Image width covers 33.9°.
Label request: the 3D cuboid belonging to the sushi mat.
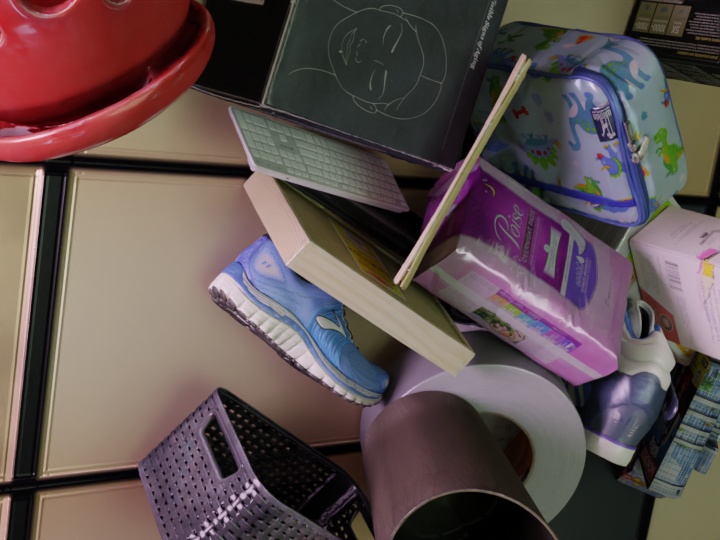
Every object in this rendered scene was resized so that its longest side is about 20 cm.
[{"bbox_3d":[0.079,-0.074,0.925,0.012,0.096,0.201,29,92,2],"label":"sushi mat"}]

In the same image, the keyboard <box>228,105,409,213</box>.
[{"bbox_3d":[-0.028,-0.085,0.937,0.200,0.011,0.056,12,53,-53],"label":"keyboard"}]

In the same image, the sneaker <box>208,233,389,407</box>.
[{"bbox_3d":[-0.032,0.042,0.987,0.089,0.078,0.200,-53,129,-10],"label":"sneaker"}]

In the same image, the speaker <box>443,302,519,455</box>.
[{"bbox_3d":[0.133,0.119,1.143,0.081,0.081,0.201,-28,120,-29],"label":"speaker"}]

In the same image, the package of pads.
[{"bbox_3d":[0.145,0.000,1.030,0.200,0.076,0.121,33,49,-20],"label":"package of pads"}]

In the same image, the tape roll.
[{"bbox_3d":[0.101,0.157,1.076,0.199,0.066,0.201,-3,116,-6],"label":"tape roll"}]

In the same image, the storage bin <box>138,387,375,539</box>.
[{"bbox_3d":[-0.069,0.202,0.954,0.094,0.135,0.200,-43,130,6],"label":"storage bin"}]

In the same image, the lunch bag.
[{"bbox_3d":[0.180,-0.124,1.023,0.082,0.200,0.161,-38,125,-22],"label":"lunch bag"}]

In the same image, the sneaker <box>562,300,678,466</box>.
[{"bbox_3d":[0.247,0.097,1.154,0.080,0.200,0.147,23,94,-7],"label":"sneaker"}]

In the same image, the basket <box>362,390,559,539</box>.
[{"bbox_3d":[0.072,0.193,0.940,0.136,0.200,0.181,-28,113,3],"label":"basket"}]

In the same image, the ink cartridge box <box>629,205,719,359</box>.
[{"bbox_3d":[0.350,0.025,1.073,0.067,0.200,0.117,-36,124,-24],"label":"ink cartridge box"}]

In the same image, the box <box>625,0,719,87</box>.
[{"bbox_3d":[0.374,-0.261,1.134,0.086,0.200,0.164,15,94,-40],"label":"box"}]

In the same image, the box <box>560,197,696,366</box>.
[{"bbox_3d":[0.282,-0.005,1.208,0.200,0.101,0.113,41,78,-39],"label":"box"}]

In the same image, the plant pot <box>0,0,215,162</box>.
[{"bbox_3d":[-0.191,-0.179,0.710,0.200,0.200,0.183,-38,127,-23],"label":"plant pot"}]

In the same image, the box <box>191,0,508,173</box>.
[{"bbox_3d":[-0.001,-0.201,0.902,0.196,0.124,0.201,14,96,-40],"label":"box"}]

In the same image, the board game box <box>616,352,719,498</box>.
[{"bbox_3d":[0.351,0.173,1.292,0.200,0.061,0.201,-53,165,-76],"label":"board game box"}]

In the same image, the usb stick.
[{"bbox_3d":[-0.003,-0.058,0.997,0.033,0.056,0.200,-37,135,23],"label":"usb stick"}]

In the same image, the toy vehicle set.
[{"bbox_3d":[0.000,0.000,0.959,0.200,0.124,0.027,35,105,-35],"label":"toy vehicle set"}]
